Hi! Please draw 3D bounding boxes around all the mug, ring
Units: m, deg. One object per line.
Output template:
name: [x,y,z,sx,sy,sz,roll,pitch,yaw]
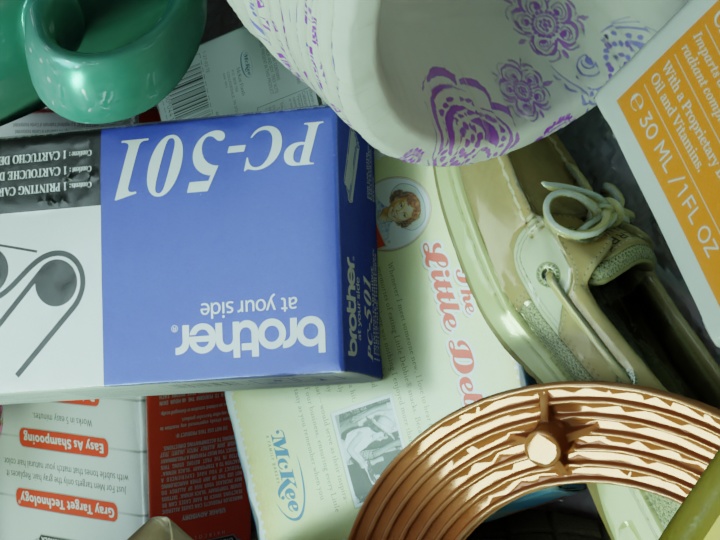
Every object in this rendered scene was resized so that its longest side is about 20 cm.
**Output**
mug: [-0.118,-0.128,0.872,0.186,0.114,0.152,60,157,7]
ring: [0.083,0.132,0.767,0.200,0.019,0.201,8,112,21]

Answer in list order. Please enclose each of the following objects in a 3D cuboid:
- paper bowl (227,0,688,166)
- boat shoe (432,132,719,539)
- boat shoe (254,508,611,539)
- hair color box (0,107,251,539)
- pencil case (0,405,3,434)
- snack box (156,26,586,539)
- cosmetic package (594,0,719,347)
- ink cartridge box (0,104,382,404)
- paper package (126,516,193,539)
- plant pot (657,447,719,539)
paper bowl: [0.041,-0.140,0.725,0.104,0.200,0.201,43,120,29]
boat shoe: [0.092,0.022,0.786,0.063,0.073,0.201,-33,75,31]
boat shoe: [0.034,0.134,0.857,0.199,0.072,0.068,-6,124,34]
hair color box: [-0.101,0.033,0.963,0.101,0.061,0.201,3,96,42]
pencil case: [-0.202,0.015,0.986,0.200,0.082,0.087,-117,28,-57]
snack box: [0.000,0.000,0.852,0.116,0.037,0.201,-19,76,22]
cosmetic package: [0.171,-0.071,0.692,0.200,0.071,0.102,-46,53,34]
ink cartridge box: [-0.093,-0.002,0.841,0.199,0.044,0.095,-5,82,19]
paper package: [-0.044,0.197,0.808,0.190,0.104,0.200,41,160,6]
plant pot: [0.181,0.078,0.595,0.199,0.200,0.177,23,103,17]
